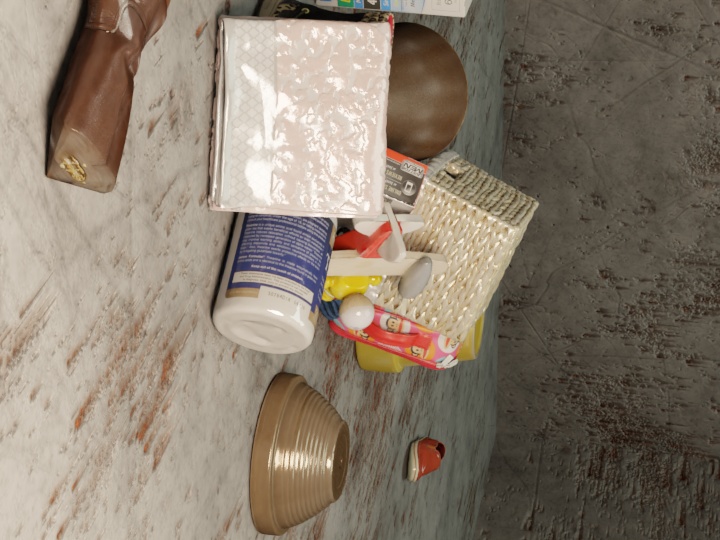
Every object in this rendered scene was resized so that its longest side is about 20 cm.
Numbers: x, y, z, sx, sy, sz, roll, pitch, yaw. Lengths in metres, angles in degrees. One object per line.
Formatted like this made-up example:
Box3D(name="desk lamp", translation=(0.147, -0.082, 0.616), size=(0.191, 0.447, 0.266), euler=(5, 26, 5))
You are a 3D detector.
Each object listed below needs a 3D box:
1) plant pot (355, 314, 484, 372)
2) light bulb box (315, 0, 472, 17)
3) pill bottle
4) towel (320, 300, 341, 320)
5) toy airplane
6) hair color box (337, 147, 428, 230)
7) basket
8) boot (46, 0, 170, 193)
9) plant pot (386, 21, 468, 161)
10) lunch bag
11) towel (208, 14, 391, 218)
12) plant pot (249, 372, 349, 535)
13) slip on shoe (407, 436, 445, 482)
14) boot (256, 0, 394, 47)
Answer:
Box3D(name="plant pot", translation=(0.102, 0.070, 2.228), size=(0.201, 0.186, 0.204), euler=(6, 90, -79))
Box3D(name="light bulb box", translation=(0.047, -0.436, 1.708), size=(0.125, 0.197, 0.200), euler=(-65, 157, -53))
Box3D(name="pill bottle", translation=(-0.085, -0.023, 1.478), size=(0.111, 0.109, 0.202), euler=(73, 26, -61))
Box3D(name="towel", translation=(-0.028, -0.041, 1.896), size=(0.112, 0.048, 0.203), euler=(66, 32, -67))
Box3D(name="toy airplane", translation=(0.000, 0.000, 1.684), size=(0.199, 0.197, 0.143), euler=(33, 51, -76))
Box3D(name="hair color box", translation=(0.008, -0.095, 1.739), size=(0.200, 0.100, 0.062), euler=(135, -23, -71))
Box3D(name="basket", translation=(0.124, -0.033, 1.894), size=(0.202, 0.159, 0.198), euler=(-64, 172, 20))
Box3D(name="boot", translation=(-0.198, -0.175, 1.021), size=(0.187, 0.063, 0.202), euler=(68, 34, -61))
Box3D(name="plant pot", translation=(0.019, -0.222, 1.789), size=(0.200, 0.185, 0.190), euler=(-25, 120, -61))
Box3D(name="lunch bag", translation=(0.059, 0.065, 1.982), size=(0.176, 0.197, 0.083), euler=(-59, 167, -63))
Box3D(name="towel", translation=(-0.059, -0.156, 1.404), size=(0.032, 0.188, 0.203), euler=(-158, -111, -67))
Box3D(name="plant pot", translation=(-0.068, 0.235, 1.728), size=(0.201, 0.091, 0.204), euler=(7, 90, -79))
Box3D(name="slip on shoe", translation=(0.134, 0.385, 2.821), size=(0.200, 0.060, 0.075), euler=(-22, 119, -75))
Box3D(name="boot", translation=(-0.049, -0.211, 1.468), size=(0.074, 0.148, 0.202), euler=(84, 15, -51))
